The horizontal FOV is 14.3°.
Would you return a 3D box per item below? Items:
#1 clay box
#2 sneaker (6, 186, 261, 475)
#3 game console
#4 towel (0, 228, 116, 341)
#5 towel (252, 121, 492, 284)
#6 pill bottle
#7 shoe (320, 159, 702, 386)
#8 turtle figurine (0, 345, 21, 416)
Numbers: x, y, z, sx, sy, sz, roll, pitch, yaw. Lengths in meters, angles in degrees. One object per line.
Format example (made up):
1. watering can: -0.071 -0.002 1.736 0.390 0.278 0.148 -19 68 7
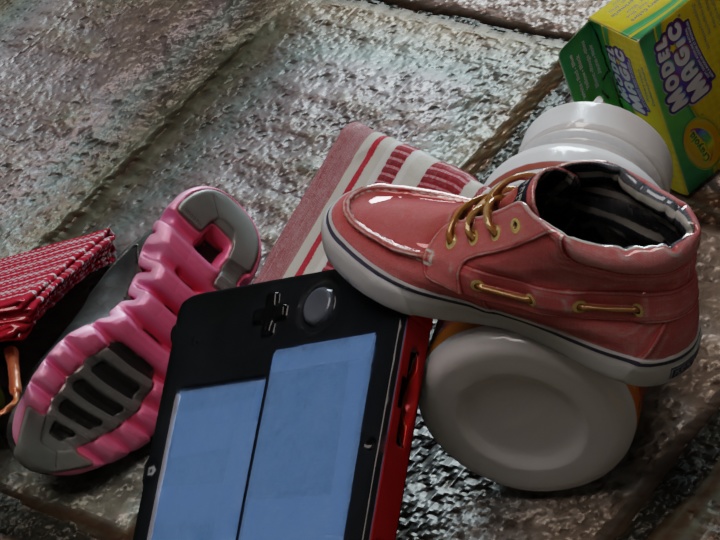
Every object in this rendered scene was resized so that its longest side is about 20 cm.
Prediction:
1. clay box: 0.206 -0.131 1.602 0.200 0.115 0.048 -40 41 -18
2. sneaker: -0.138 0.041 1.632 0.095 0.079 0.200 -14 32 56
3. game console: -0.047 0.097 1.447 0.177 0.031 0.200 -7 63 40
4. towel: -0.228 0.022 1.661 0.144 0.023 0.200 -15 10 13
5. towel: 0.000 0.000 1.539 0.144 0.023 0.200 -60 24 0
6. pill bottle: 0.104 0.008 1.493 0.112 0.112 0.200 -4 41 24
7. shoe: 0.072 -0.019 1.375 0.200 0.091 0.071 21 49 21
8. turtle figurine: -0.260 0.104 1.613 0.161 0.064 0.200 -35 19 -15
